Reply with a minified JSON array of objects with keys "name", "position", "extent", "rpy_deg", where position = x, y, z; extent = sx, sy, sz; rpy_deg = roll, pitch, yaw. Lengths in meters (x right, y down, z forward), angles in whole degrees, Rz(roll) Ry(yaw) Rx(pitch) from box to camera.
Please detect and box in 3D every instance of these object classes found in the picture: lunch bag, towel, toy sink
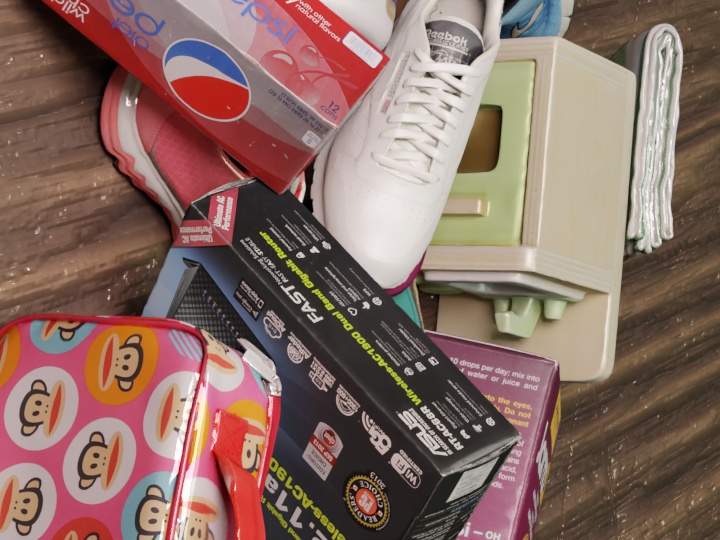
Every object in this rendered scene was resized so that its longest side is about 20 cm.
[{"name":"lunch bag","position":[-0.117,0.120,1.041],"extent":[0.082,0.176,0.200],"rpy_deg":[31,66,-50]},{"name":"towel","position":[0.175,-0.075,1.469],"extent":[0.200,0.031,0.149],"rpy_deg":[145,-47,-80]},{"name":"toy sink","position":[0.083,-0.036,1.363],"extent":[0.112,0.130,0.200],"rpy_deg":[14,80,-54]}]

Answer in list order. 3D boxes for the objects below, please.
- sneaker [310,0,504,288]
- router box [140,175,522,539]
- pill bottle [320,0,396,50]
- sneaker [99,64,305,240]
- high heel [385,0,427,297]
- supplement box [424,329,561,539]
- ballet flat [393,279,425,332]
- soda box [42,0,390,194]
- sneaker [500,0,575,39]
[{"name":"sneaker","position":[0.030,-0.085,1.202],"extent":[0.076,0.081,0.200],"rpy_deg":[22,65,-12]},{"name":"router box","position":[-0.030,0.073,1.103],"extent":[0.062,0.200,0.150],"rpy_deg":[-21,149,-42]},{"name":"pill bottle","position":[-0.026,-0.225,1.218],"extent":[0.116,0.116,0.200],"rpy_deg":[24,71,-52]},{"name":"sneaker","position":[-0.063,-0.035,1.193],"extent":[0.200,0.087,0.074],"rpy_deg":[55,49,-40]},{"name":"high heel","position":[0.016,-0.080,1.256],"extent":[0.096,0.067,0.200],"rpy_deg":[112,-20,-44]},{"name":"supplement box","position":[0.049,0.154,1.302],"extent":[0.131,0.103,0.200],"rpy_deg":[75,29,-67]},{"name":"ballet flat","position":[0.000,0.000,1.291],"extent":[0.067,0.068,0.200],"rpy_deg":[112,-15,-45]},{"name":"soda box","position":[-0.088,-0.133,1.086],"extent":[0.200,0.070,0.063],"rpy_deg":[40,50,-4]},{"name":"sneaker","position":[0.086,-0.181,1.359],"extent":[0.090,0.200,0.078],"rpy_deg":[-29,76,-22]}]
